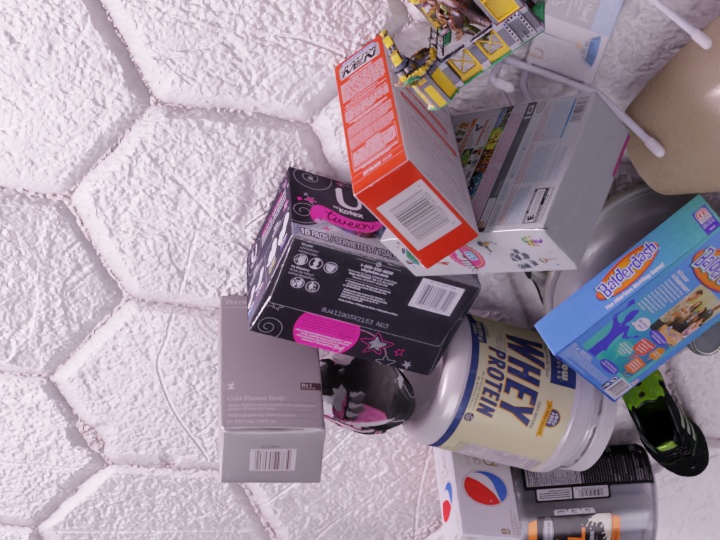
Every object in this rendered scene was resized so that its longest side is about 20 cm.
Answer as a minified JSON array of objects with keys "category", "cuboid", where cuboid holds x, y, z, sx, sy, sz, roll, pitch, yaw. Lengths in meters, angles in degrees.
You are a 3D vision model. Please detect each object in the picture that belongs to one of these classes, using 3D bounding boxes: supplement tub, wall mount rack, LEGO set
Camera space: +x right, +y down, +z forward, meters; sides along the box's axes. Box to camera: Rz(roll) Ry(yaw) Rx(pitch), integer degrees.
[{"category":"supplement tub","cuboid":[0.233,0.266,1.774,0.199,0.123,0.123,-4,131,0]},{"category":"wall mount rack","cuboid":[0.215,-0.197,1.387,0.173,0.075,0.200,21,129,5]},{"category":"supplement tub","cuboid":[0.156,0.132,1.639,0.199,0.145,0.145,15,128,-17]},{"category":"LEGO set","cuboid":[0.072,-0.243,1.288,0.153,0.200,0.116,-27,121,34]}]

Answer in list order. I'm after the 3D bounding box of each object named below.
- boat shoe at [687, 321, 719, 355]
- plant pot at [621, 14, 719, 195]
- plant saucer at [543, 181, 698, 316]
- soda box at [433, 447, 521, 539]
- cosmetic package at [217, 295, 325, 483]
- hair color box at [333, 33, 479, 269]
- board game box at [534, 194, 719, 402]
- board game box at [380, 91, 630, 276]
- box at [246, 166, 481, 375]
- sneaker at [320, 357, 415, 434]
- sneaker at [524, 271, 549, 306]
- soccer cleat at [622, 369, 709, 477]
[{"category":"boat shoe","cuboid":[0.382,0.023,1.618,0.072,0.062,0.201,5,130,-8]},{"category":"plant pot","cuboid":[0.346,-0.149,1.410,0.200,0.188,0.187,-27,129,37]},{"category":"plant saucer","cuboid":[0.278,0.003,1.552,0.199,0.050,0.201,-20,136,-20]},{"category":"soda box","cuboid":[0.124,0.232,1.684,0.068,0.200,0.064,6,130,-10]},{"category":"cosmetic package","cuboid":[-0.093,0.118,1.572,0.106,0.200,0.090,-1,133,-7]},{"category":"hair color box","cuboid":[0.038,-0.109,1.386,0.064,0.200,0.111,-32,126,20]},{"category":"board game box","cuboid":[0.285,0.031,1.498,0.200,0.045,0.152,-39,143,11]},{"category":"board game box","cuboid":[0.130,-0.074,1.404,0.200,0.148,0.064,-2,144,47]},{"category":"box","cuboid":[0.000,0.000,1.534,0.199,0.115,0.132,15,127,-18]},{"category":"sneaker","cuboid":[0.012,0.136,1.625,0.086,0.200,0.081,31,80,-24]},{"category":"sneaker","cuboid":[0.194,-0.026,1.563,0.076,0.076,0.200,-28,138,9]},{"category":"soccer cleat","cuboid":[0.342,0.183,1.739,0.067,0.081,0.200,-25,128,16]}]
